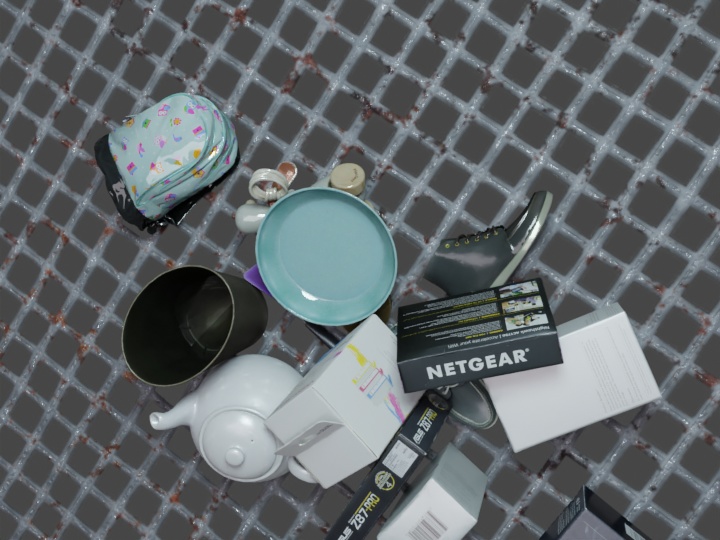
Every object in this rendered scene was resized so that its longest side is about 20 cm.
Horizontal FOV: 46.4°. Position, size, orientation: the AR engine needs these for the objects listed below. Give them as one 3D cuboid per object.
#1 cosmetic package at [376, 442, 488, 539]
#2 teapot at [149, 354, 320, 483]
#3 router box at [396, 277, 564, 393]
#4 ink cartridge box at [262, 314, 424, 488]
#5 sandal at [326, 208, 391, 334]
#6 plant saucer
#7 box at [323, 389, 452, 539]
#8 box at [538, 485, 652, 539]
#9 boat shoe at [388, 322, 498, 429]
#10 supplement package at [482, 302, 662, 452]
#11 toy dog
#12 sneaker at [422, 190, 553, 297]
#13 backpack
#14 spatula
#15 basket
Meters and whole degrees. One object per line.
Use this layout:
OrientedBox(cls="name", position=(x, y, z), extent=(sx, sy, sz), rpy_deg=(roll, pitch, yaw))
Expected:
OrientedBox(cls="cosmetic package", position=(0.102, 0.314, 1.121), extent=(0.081, 0.200, 0.113), rpy_deg=(42, 98, 7))
OrientedBox(cls="teapot", position=(-0.154, 0.226, 1.183), extent=(0.199, 0.146, 0.198), rpy_deg=(-23, 107, 14))
OrientedBox(cls="router box", position=(0.146, 0.080, 1.074), extent=(0.199, 0.149, 0.051), rpy_deg=(-12, 114, 10))
OrientedBox(cls="ink cartridge box", position=(-0.020, 0.181, 1.119), extent=(0.125, 0.200, 0.129), rpy_deg=(46, 132, -2))
OrientedBox(cls="sandal", position=(0.000, 0.000, 1.197), extent=(0.080, 0.054, 0.201), rpy_deg=(-7, 112, 13))
OrientedBox(cls="plant saucer", position=(-0.044, -0.022, 1.147), extent=(0.199, 0.036, 0.201), rpy_deg=(6, 113, 13))
OrientedBox(cls="box", position=(0.041, 0.271, 1.134), extent=(0.049, 0.161, 0.200), rpy_deg=(35, 113, 10))
OrientedBox(cls="box", position=(0.322, 0.431, 1.124), extent=(0.200, 0.104, 0.182), rpy_deg=(38, 101, 9))
OrientedBox(cls="boat shoe", position=(0.110, 0.152, 1.183), extent=(0.200, 0.062, 0.073), rpy_deg=(44, 100, 8))
OrientedBox(cls="supplement package", position=(0.274, 0.138, 1.115), extent=(0.199, 0.120, 0.122), rpy_deg=(-23, 89, 13))
OrientedBox(cls="toy dog", position=(-0.075, -0.111, 1.196), extent=(0.199, 0.097, 0.132), rpy_deg=(4, 135, -15))
OrientedBox(cls="sneaker", position=(0.174, -0.042, 1.153), extent=(0.106, 0.075, 0.200), rpy_deg=(34, 100, 7))
OrientedBox(cls="backpack", position=(-0.277, -0.167, 1.228), extent=(0.199, 0.127, 0.167), rpy_deg=(-28, 83, 9))
OrientedBox(cls="spatula", position=(-0.086, 0.061, 1.239), extent=(0.200, 0.057, 0.021), rpy_deg=(45, 135, 0))
OrientedBox(cls="basket", position=(-0.216, 0.070, 1.184), extent=(0.180, 0.200, 0.136), rpy_deg=(-45, 82, 10))
